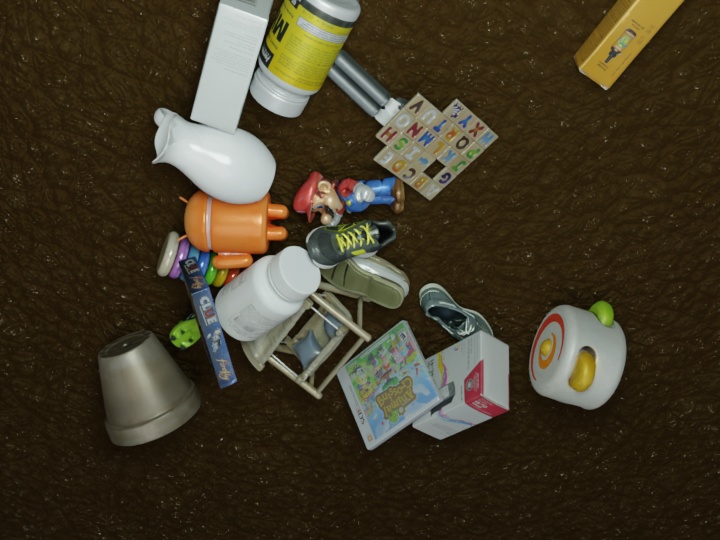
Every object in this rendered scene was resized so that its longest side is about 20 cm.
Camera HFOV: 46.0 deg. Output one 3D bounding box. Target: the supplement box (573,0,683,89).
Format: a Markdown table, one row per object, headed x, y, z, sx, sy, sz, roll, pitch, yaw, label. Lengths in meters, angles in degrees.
| x | y | z | sx | sy | sz | roll | pitch | yaw | label |
| --- | --- | --- | --- | --- | --- | --- | --- | --- | --- |
| 0.423 | -0.387 | 1.325 | 0.066 | 0.069 | 0.201 | 28 | 120 | -18 | supplement box |

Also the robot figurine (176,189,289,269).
| x | y | z | sx | sy | sz | roll | pitch | yaw | label |
| --- | --- | --- | --- | --- | --- | --- | --- | --- | --- |
| -0.227 | -0.090 | 1.515 | 0.196 | 0.117 | 0.146 | 2 | 128 | -2 | robot figurine |

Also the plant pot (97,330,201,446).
| x | y | z | sx | sy | sz | roll | pitch | yaw | label |
| --- | --- | --- | --- | --- | --- | --- | --- | --- | --- |
| -0.444 | 0.225 | 1.713 | 0.197 | 0.200 | 0.176 | -16 | 108 | 12 | plant pot |

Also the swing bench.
| x | y | z | sx | sy | sz | roll | pitch | yaw | label |
| --- | --- | --- | --- | --- | --- | --- | --- | --- | --- |
| -0.110 | 0.110 | 1.646 | 0.198 | 0.131 | 0.200 | 27 | 123 | -18 | swing bench |

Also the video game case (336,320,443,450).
| x | y | z | sx | sy | sz | roll | pitch | yaw | label |
| --- | --- | --- | --- | --- | --- | --- | --- | --- | --- |
| 0.054 | 0.231 | 1.710 | 0.199 | 0.184 | 0.022 | -39 | 150 | 25 | video game case |

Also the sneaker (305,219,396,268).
| x | y | z | sx | sy | sz | roll | pitch | yaw | label |
| --- | --- | --- | --- | --- | --- | --- | --- | --- | --- |
| -0.015 | -0.059 | 1.501 | 0.084 | 0.199 | 0.076 | -25 | 84 | 41 | sneaker |

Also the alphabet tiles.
| x | y | z | sx | sy | sz | roll | pitch | yaw | label |
| --- | --- | --- | --- | --- | --- | --- | --- | --- | --- |
| 0.120 | -0.215 | 1.433 | 0.167 | 0.008 | 0.199 | -42 | 137 | 19 | alphabet tiles |

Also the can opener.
| x | y | z | sx | sy | sz | roll | pitch | yaw | label |
| --- | --- | --- | --- | --- | --- | --- | --- | --- | --- |
| 0.027 | -0.287 | 1.411 | 0.199 | 0.067 | 0.053 | 38 | 129 | -15 | can opener |

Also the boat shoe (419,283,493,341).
| x | y | z | sx | sy | sz | roll | pitch | yaw | label |
| --- | --- | --- | --- | --- | --- | --- | --- | --- | --- |
| 0.192 | 0.105 | 1.679 | 0.073 | 0.062 | 0.199 | -40 | 117 | 22 | boat shoe |

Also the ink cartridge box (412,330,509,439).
| x | y | z | sx | sy | sz | roll | pitch | yaw | label |
| --- | --- | --- | --- | --- | --- | --- | --- | --- | --- |
| 0.197 | 0.229 | 1.680 | 0.085 | 0.149 | 0.199 | 28 | 138 | -30 | ink cartridge box |

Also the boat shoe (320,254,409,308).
| x | y | z | sx | sy | sz | roll | pitch | yaw | label |
| --- | --- | --- | --- | --- | --- | --- | --- | --- | --- |
| 0.000 | 0.000 | 1.604 | 0.198 | 0.069 | 0.075 | 30 | 129 | 5 | boat shoe |

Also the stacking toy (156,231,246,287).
| x | y | z | sx | sy | sz | roll | pitch | yaw | label |
| --- | --- | --- | --- | --- | --- | --- | --- | --- | --- |
| -0.278 | -0.004 | 1.604 | 0.197 | 0.086 | 0.086 | 19 | 124 | -20 | stacking toy |

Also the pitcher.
| x | y | z | sx | sy | sz | roll | pitch | yaw | label |
| --- | --- | --- | --- | --- | --- | --- | --- | --- | --- |
| -0.250 | -0.201 | 1.421 | 0.198 | 0.172 | 0.122 | 21 | 115 | -30 | pitcher |

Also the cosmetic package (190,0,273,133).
| x | y | z | sx | sy | sz | roll | pitch | yaw | label |
| --- | --- | --- | --- | --- | --- | --- | --- | --- | --- |
| -0.203 | -0.335 | 1.342 | 0.080 | 0.114 | 0.202 | 15 | 126 | -10 | cosmetic package |

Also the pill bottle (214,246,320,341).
| x | y | z | sx | sy | sz | roll | pitch | yaw | label |
| --- | --- | --- | --- | --- | --- | --- | --- | --- | --- |
| -0.163 | 0.039 | 1.507 | 0.114 | 0.115 | 0.199 | 36 | 136 | -22 | pill bottle |

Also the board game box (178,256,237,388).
| x | y | z | sx | sy | sz | roll | pitch | yaw | label |
| --- | --- | --- | --- | --- | --- | --- | --- | --- | --- |
| -0.276 | 0.093 | 1.533 | 0.034 | 0.136 | 0.203 | -18 | 120 | -13 | board game box |

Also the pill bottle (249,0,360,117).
| x | y | z | sx | sy | sz | roll | pitch | yaw | label |
| --- | --- | --- | --- | --- | --- | --- | --- | --- | --- |
| -0.092 | -0.349 | 1.327 | 0.113 | 0.115 | 0.201 | 23 | 122 | -16 | pill bottle |

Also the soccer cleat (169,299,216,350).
| x | y | z | sx | sy | sz | roll | pitch | yaw | label |
| --- | --- | --- | --- | --- | --- | --- | --- | --- | --- |
| -0.291 | 0.087 | 1.658 | 0.198 | 0.081 | 0.068 | -26 | 115 | 22 | soccer cleat |

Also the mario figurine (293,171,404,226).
| x | y | z | sx | sy | sz | roll | pitch | yaw | label |
| --- | --- | --- | --- | --- | --- | --- | --- | --- | --- |
| -0.021 | -0.113 | 1.502 | 0.196 | 0.107 | 0.125 | -3 | 127 | 1 | mario figurine |

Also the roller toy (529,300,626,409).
| x | y | z | sx | sy | sz | roll | pitch | yaw | label |
| --- | --- | --- | --- | --- | --- | --- | --- | --- | --- |
| 0.412 | 0.168 | 1.644 | 0.138 | 0.202 | 0.183 | 16 | 145 | -10 | roller toy |
